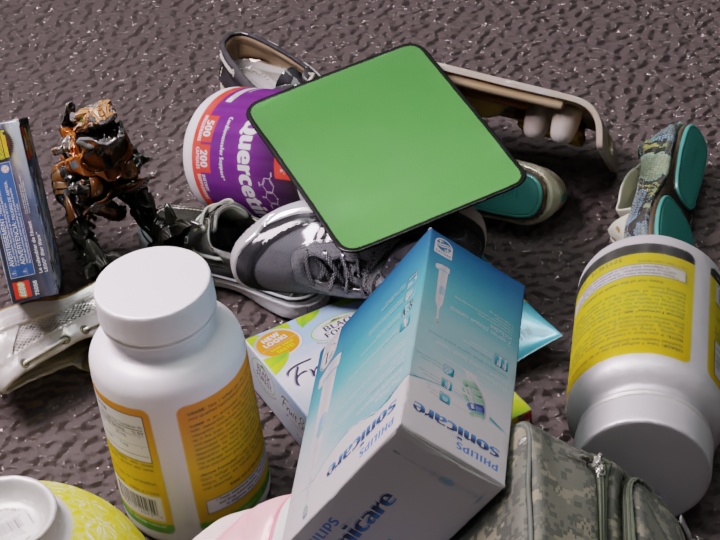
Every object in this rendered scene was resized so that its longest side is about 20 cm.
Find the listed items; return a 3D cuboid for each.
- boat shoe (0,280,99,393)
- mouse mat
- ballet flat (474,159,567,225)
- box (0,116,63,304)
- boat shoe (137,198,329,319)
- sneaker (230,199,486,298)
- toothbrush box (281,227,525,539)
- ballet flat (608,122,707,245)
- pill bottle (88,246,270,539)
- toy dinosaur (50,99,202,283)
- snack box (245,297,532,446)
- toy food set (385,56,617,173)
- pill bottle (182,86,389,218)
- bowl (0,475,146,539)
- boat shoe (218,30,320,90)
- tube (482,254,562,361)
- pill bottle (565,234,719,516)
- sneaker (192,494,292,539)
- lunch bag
[{"bbox_3d":[-0.211,0.051,1.713,0.199,0.071,0.069,-20,69,-30],"label":"boat shoe"},{"bbox_3d":[0.018,-0.098,1.682,0.160,0.008,0.200,-22,47,-14],"label":"mouse mat"},{"bbox_3d":[0.081,-0.076,1.834,0.199,0.068,0.062,17,14,25],"label":"ballet flat"},{"bbox_3d":[-0.271,-0.052,1.724,0.040,0.138,0.200,-12,5,-6],"label":"box"},{"bbox_3d":[-0.105,-0.026,1.780,0.199,0.071,0.072,19,45,33],"label":"boat shoe"},{"bbox_3d":[0.000,0.000,1.637,0.199,0.076,0.114,-7,31,0],"label":"sneaker"},{"bbox_3d":[0.030,0.095,1.435,0.085,0.146,0.200,31,36,-15],"label":"toothbrush box"},{"bbox_3d":[0.237,-0.043,1.754,0.074,0.074,0.200,5,37,16],"label":"ballet flat"},{"bbox_3d":[-0.130,0.086,1.533,0.111,0.201,0.111,-5,37,4],"label":"pill bottle"},{"bbox_3d":[-0.206,-0.064,1.759,0.102,0.200,0.136,-32,77,-4],"label":"toy dinosaur"},{"bbox_3d":[0.019,0.094,1.614,0.142,0.053,0.200,-21,38,-18],"label":"snack box"},{"bbox_3d":[0.115,-0.121,1.808,0.199,0.061,0.143,16,-2,13],"label":"toy food set"},{"bbox_3d":[-0.046,-0.092,1.789,0.200,0.113,0.112,8,37,44],"label":"pill bottle"},{"bbox_3d":[-0.234,0.205,1.475,0.199,0.108,0.200,-5,37,4],"label":"bowl"},{"bbox_3d":[-0.062,-0.158,1.952,0.074,0.061,0.200,-26,41,-23],"label":"boat shoe"},{"bbox_3d":[0.082,0.015,1.717,0.077,0.050,0.200,-34,44,-1],"label":"tube"},{"bbox_3d":[0.206,0.076,1.552,0.114,0.115,0.200,0,37,11],"label":"pill bottle"},{"bbox_3d":[-0.084,0.240,1.438,0.104,0.075,0.201,-12,45,38],"label":"sneaker"},{"bbox_3d":[0.136,0.216,1.365,0.167,0.139,0.200,29,35,-18],"label":"lunch bag"}]
